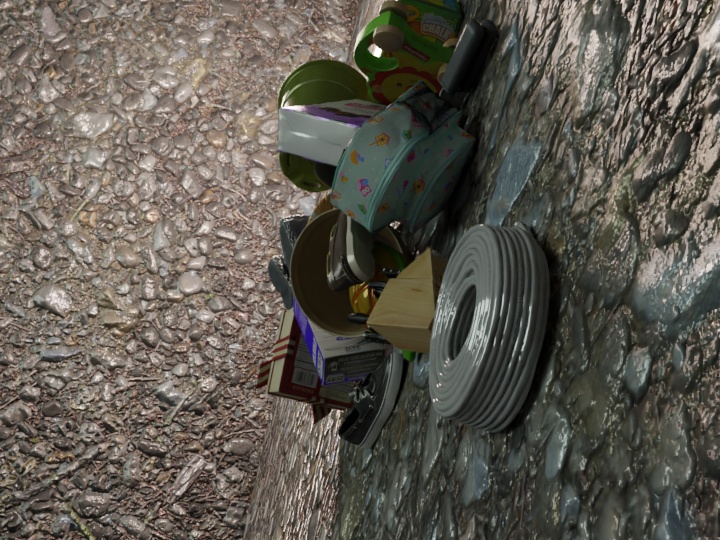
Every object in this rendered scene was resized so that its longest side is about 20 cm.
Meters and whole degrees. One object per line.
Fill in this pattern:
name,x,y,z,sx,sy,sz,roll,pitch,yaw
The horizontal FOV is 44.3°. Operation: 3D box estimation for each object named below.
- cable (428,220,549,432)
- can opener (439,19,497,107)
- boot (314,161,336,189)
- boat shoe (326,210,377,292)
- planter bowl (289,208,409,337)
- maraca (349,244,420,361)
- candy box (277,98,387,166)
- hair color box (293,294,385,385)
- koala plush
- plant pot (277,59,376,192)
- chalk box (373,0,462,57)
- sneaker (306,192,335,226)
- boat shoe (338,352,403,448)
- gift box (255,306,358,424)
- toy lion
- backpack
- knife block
cable,0.124,0.054,0.877,0.200,0.068,0.204,-110,35,-74
can opener,0.154,-0.272,1.315,0.068,0.052,0.202,61,147,28
boot,0.014,-0.127,1.448,0.076,0.196,0.075,115,177,-71
boat shoe,-0.015,-0.043,1.283,0.059,0.072,0.202,-31,29,21
planter bowl,0.000,0.000,1.450,0.134,0.196,0.205,-9,-63,-69
maraca,0.048,0.044,1.285,0.200,0.105,0.140,46,137,52
candy box,-0.007,-0.219,1.410,0.198,0.165,0.073,-19,-59,-50
hair color box,-0.040,0.101,1.511,0.201,0.107,0.066,-118,27,-51
koala plush,-0.062,-0.002,1.803,0.186,0.196,0.179,63,146,32
plant pot,-0.073,-0.247,1.605,0.192,0.196,0.203,-78,7,-51
chalk box,0.106,-0.441,1.591,0.125,0.122,0.203,-90,16,-58
sneaker,-0.016,-0.119,1.543,0.201,0.075,0.088,-52,-12,4
boat shoe,0.011,0.199,1.369,0.071,0.065,0.202,-85,12,-46
gift box,-0.091,0.181,1.677,0.187,0.181,0.205,152,135,-75
toy lion,0.071,-0.321,1.427,0.191,0.197,0.070,-27,44,54
backpack,0.056,-0.143,1.234,0.198,0.153,0.177,-30,-25,-42
knife block,0.052,0.067,1.119,0.175,0.064,0.202,-43,25,26
